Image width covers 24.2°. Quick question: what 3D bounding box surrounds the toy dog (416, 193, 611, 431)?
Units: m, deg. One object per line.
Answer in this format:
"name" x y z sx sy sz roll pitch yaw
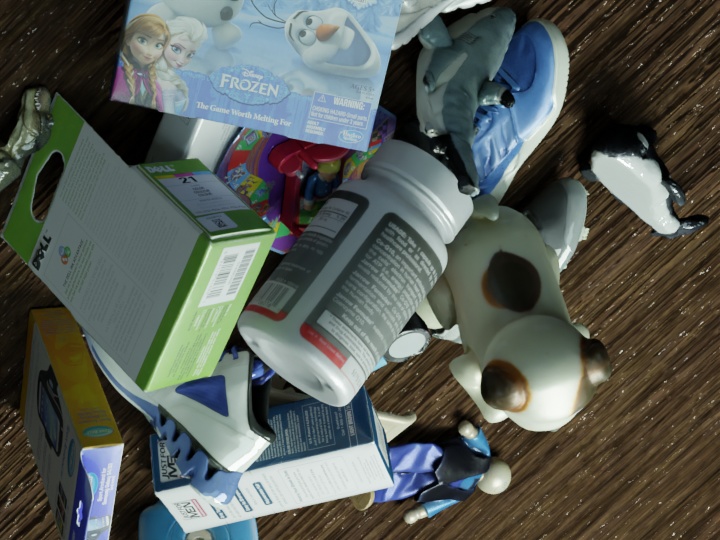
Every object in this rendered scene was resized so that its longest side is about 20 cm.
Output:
"toy dog" 0.144 0.049 1.456 0.138 0.201 0.195 -7 135 -15

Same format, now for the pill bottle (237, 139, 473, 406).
"pill bottle" 0.000 0.000 1.374 0.200 0.113 0.114 -53 138 -16

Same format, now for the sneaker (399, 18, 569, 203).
"sneaker" 0.097 -0.128 1.449 0.111 0.077 0.201 -4 135 -39

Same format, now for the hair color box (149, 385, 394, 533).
"hair color box" -0.078 0.169 1.493 0.198 0.061 0.100 -14 148 5

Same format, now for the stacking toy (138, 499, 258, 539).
"stacking toy" -0.163 0.319 1.678 0.115 0.110 0.201 -3 141 -9

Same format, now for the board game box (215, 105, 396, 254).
"board game box" -0.037 -0.076 1.402 0.158 0.039 0.200 -51 149 9

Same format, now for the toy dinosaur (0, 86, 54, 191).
"toy dinosaur" -0.315 -0.065 1.292 0.200 0.048 0.088 -46 141 17

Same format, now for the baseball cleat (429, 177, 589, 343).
"baseball cleat" 0.135 -0.006 1.580 0.106 0.070 0.201 10 121 -37

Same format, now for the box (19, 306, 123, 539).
"box" -0.240 0.138 1.394 0.041 0.200 0.120 -6 130 -26

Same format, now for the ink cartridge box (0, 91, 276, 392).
"ink cartridge box" -0.178 -0.028 1.313 0.075 0.200 0.148 -11 136 -49

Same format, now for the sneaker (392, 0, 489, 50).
"sneaker" 0.034 -0.237 1.336 0.199 0.075 0.082 -29 128 -20

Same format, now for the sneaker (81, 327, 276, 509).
"sneaker" -0.136 0.091 1.428 0.115 0.200 0.081 -41 164 4

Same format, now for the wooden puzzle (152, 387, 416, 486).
"wooden puzzle" -0.071 0.175 1.586 0.199 0.037 0.185 10 142 -35

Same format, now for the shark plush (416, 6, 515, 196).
"shark plush" 0.086 -0.148 1.356 0.083 0.201 0.091 -1 127 5

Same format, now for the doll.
"doll" 0.077 0.214 1.751 0.199 0.049 0.137 3 124 -39

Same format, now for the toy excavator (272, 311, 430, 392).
"toy excavator" -0.042 0.064 1.528 0.199 0.100 0.195 -25 148 3

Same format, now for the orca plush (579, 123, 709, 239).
"orca plush" 0.279 -0.097 1.588 0.200 0.105 0.072 33 75 -40

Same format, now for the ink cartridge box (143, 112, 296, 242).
"ink cartridge box" -0.091 -0.107 1.383 0.175 0.045 0.201 -8 133 -47

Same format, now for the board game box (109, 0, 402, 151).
"board game box" -0.069 -0.204 1.235 0.198 0.043 0.201 10 106 -12
